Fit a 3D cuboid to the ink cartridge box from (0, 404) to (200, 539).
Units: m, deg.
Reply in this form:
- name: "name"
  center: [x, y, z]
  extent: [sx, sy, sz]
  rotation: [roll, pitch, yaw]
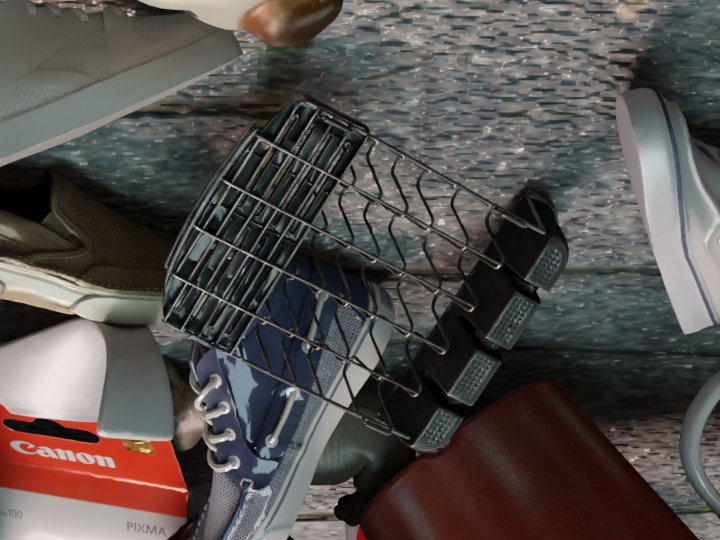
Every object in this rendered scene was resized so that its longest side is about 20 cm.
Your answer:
- name: "ink cartridge box"
  center: [-0.180, 0.157, 1.173]
  extent: [0.162, 0.057, 0.200]
  rotation: [7, 150, 13]

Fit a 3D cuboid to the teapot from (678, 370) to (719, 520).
- name: "teapot"
  center: [0.311, 0.119, 1.127]
  extent: [0.197, 0.147, 0.200]
  rotation: [7, -174, 27]

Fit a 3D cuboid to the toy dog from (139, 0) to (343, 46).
- name: "toy dog"
  center: [-0.042, -0.181, 0.724]
  extent: [0.194, 0.140, 0.200]
  rotation: [-26, 155, -36]

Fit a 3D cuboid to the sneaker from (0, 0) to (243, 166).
- name: "sneaker"
  center: [-0.150, -0.111, 0.831]
  extent: [0.200, 0.116, 0.074]
  rotation: [-24, -178, -34]

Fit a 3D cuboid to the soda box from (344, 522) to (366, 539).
- name: "soda box"
  center: [0.091, 0.194, 1.264]
  extent: [0.199, 0.068, 0.063]
  rotation: [14, 138, -23]

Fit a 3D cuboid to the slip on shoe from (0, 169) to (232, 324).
- name: "slip on shoe"
  center: [-0.156, -0.019, 0.967]
  extent: [0.199, 0.076, 0.061]
  rotation: [8, 109, -19]

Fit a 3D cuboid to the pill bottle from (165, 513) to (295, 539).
- name: "pill bottle"
  center: [-0.035, 0.231, 1.099]
  extent: [0.112, 0.200, 0.112]
  rotation: [-26, 132, -33]

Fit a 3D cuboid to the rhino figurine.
- name: "rhino figurine"
  center: [-0.057, 0.098, 1.130]
  extent: [0.199, 0.060, 0.088]
  rotation: [11, 142, -10]

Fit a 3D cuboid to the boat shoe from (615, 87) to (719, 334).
- name: "boat shoe"
  center: [0.177, -0.037, 0.976]
  extent: [0.065, 0.074, 0.200]
  rotation: [-17, 151, 9]

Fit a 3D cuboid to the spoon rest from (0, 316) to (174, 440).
- name: "spoon rest"
  center: [-0.148, 0.054, 1.017]
  extent: [0.099, 0.061, 0.200]
  rotation: [7, 178, -26]

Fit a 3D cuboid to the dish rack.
- name: "dish rack"
  center: [0.000, 0.000, 0.969]
  extent: [0.200, 0.055, 0.154]
  rotation: [27, 103, -26]

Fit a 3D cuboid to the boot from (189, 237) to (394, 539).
- name: "boot"
  center: [-0.067, 0.081, 1.044]
  extent: [0.090, 0.073, 0.201]
  rotation: [26, 92, -27]

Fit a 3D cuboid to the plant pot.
- name: "plant pot"
  center: [0.112, 0.184, 1.110]
  extent: [0.200, 0.195, 0.201]
  rotation: [-34, 164, -11]
